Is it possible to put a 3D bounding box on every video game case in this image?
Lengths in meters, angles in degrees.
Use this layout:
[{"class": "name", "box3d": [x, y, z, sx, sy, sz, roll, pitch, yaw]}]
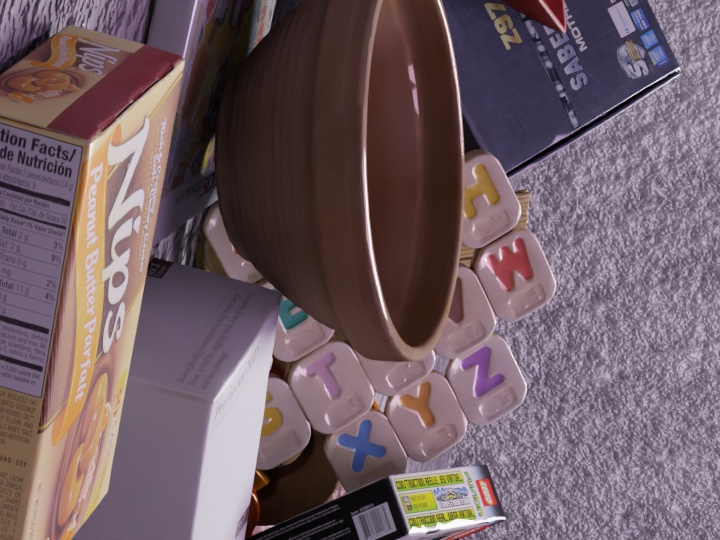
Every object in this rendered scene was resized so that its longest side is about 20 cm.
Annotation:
[{"class": "video game case", "box3d": [-0.070, -0.120, 1.202, 0.182, 0.023, 0.201, -48, 152, -74]}]

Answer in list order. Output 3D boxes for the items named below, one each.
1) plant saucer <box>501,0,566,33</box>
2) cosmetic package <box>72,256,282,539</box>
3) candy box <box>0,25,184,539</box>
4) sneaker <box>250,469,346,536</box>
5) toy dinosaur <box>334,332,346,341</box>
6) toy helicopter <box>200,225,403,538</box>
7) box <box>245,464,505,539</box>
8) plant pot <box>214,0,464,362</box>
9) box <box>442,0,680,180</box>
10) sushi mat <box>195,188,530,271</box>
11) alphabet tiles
[{"class": "plant saucer", "box3d": [0.065, -0.238, 1.291, 0.200, 0.037, 0.201, 26, 57, -74]}, {"class": "cosmetic package", "box3d": [-0.102, 0.107, 1.205, 0.113, 0.081, 0.201, -60, 165, -56]}, {"class": "candy box", "box3d": [-0.125, 0.017, 0.959, 0.115, 0.055, 0.201, -57, 160, -66]}, {"class": "sneaker", "box3d": [-0.046, 0.130, 1.519, 0.200, 0.071, 0.098, 8, 103, -55]}, {"class": "toy dinosaur", "box3d": [-0.002, 0.008, 1.529, 0.200, 0.058, 0.101, -47, -161, -23]}, {"class": "toy helicopter", "box3d": [-0.047, 0.053, 1.358, 0.079, 0.132, 0.201, -110, -166, -61]}, {"class": "box", "box3d": [-0.030, 0.161, 1.374, 0.110, 0.200, 0.035, 1, 66, -59]}, {"class": "plant pot", "box3d": [-0.014, -0.055, 1.220, 0.201, 0.092, 0.202, -1, 90, -75]}, {"class": "box", "box3d": [0.076, -0.164, 1.391, 0.157, 0.201, 0.051, -30, -174, -31]}, {"class": "sushi mat", "box3d": [0.000, 0.000, 1.399, 0.096, 0.199, 0.012, 100, -26, -42]}, {"class": "alphabet tiles", "box3d": [0.007, 0.022, 1.331, 0.196, 0.200, 0.015, 63, -10, -23]}]
